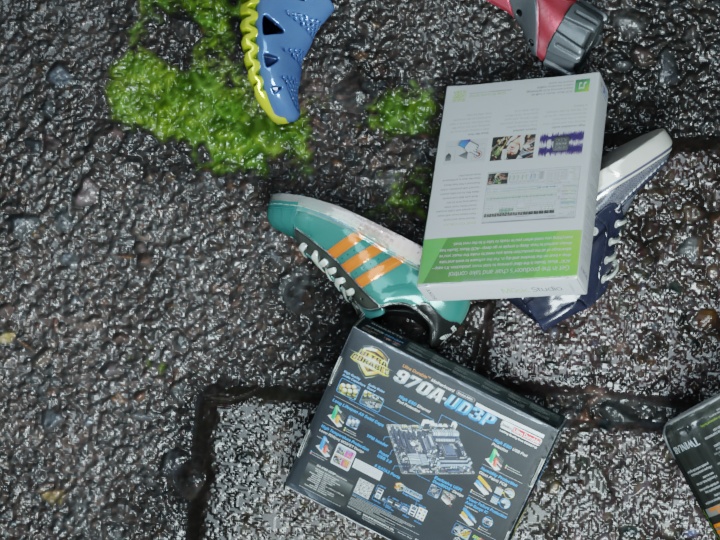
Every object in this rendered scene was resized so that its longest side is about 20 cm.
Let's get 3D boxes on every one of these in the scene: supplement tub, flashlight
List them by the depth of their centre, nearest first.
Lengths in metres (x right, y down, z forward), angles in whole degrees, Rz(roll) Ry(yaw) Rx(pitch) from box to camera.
[{"bbox_3d":[0.346,0.190,1.609,0.122,0.123,0.201,-28,83,3],"label":"supplement tub"},{"bbox_3d":[0.117,-0.243,1.705,0.199,0.068,0.068,30,63,11],"label":"flashlight"}]

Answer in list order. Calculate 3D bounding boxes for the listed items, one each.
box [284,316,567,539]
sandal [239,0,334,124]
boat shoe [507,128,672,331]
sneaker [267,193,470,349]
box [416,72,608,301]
[{"bbox_3d":[0.054,0.155,1.660,0.199,0.046,0.160,25,106,8],"label":"box"},{"bbox_3d":[-0.063,-0.230,1.715,0.086,0.079,0.202,-3,86,3],"label":"sandal"},{"bbox_3d":[0.202,-0.032,1.678,0.199,0.075,0.093,-35,97,3],"label":"boat shoe"},{"bbox_3d":[0.000,0.000,1.688,0.199,0.071,0.080,25,84,6],"label":"sneaker"},{"bbox_3d":[0.130,-0.071,1.645,0.143,0.036,0.201,-3,60,24],"label":"box"}]
